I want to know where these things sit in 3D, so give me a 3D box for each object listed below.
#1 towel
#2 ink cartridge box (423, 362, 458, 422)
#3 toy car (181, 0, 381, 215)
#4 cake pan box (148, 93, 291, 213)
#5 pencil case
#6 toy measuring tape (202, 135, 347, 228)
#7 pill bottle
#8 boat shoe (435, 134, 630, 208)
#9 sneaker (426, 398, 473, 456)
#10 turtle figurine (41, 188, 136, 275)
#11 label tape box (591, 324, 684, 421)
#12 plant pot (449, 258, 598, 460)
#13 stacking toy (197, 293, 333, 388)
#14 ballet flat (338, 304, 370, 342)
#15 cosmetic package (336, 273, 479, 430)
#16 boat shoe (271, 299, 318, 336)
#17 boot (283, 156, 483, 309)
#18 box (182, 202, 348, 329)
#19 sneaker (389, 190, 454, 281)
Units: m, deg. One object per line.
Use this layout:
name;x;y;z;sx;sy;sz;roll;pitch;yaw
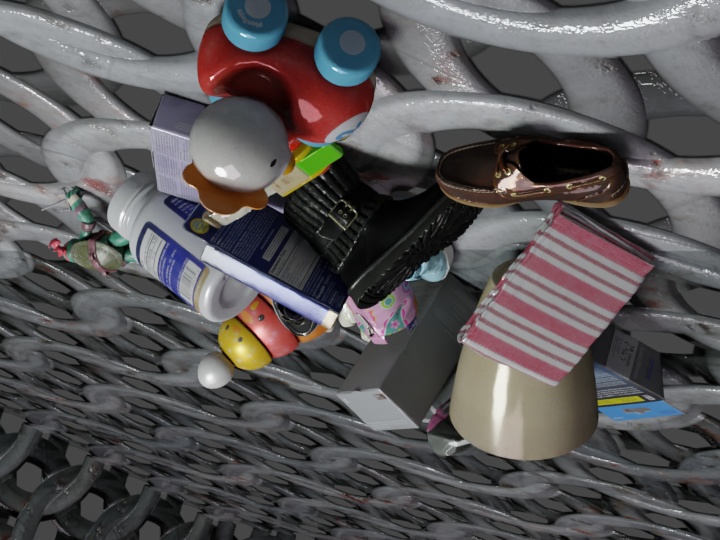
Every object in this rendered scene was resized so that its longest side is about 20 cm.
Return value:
towel;0.219;0.030;1.555;0.146;0.200;0.030;27;-159;-24
ink cartridge box;0.108;0.131;1.892;0.044;0.174;0.200;49;158;-17
toy car;-0.090;-0.133;1.323;0.176;0.201;0.184;20;160;-6
cake pan box;-0.152;-0.123;1.626;0.183;0.053;0.200;15;160;1
pencil case;0.000;0.000;1.703;0.087;0.088;0.200;3;140;35
toy measuring tape;-0.092;-0.117;1.507;0.199;0.074;0.073;-30;137;24
pill bottle;-0.220;-0.037;1.744;0.200;0.120;0.120;37;168;24
boat shoe;0.166;-0.104;1.377;0.199;0.071;0.070;0;162;21
sneaker;0.172;0.200;1.783;0.080;0.199;0.087;32;133;44
turtle figurine;-0.352;-0.042;1.952;0.199;0.101;0.150;1;155;26
label tape box;0.324;0.131;1.863;0.199;0.064;0.144;28;158;-25
plant pot;0.202;0.093;1.681;0.186;0.187;0.201;11;125;18
stacking toy;-0.145;0.089;1.917;0.146;0.200;0.146;41;165;13
ballet flat;0.007;0.060;1.950;0.200;0.072;0.072;33;155;-34
cosmetic package;0.067;0.107;1.808;0.090;0.200;0.107;42;154;-22
boat shoe;-0.081;0.032;1.744;0.069;0.067;0.200;5;143;1
boot;0.024;-0.078;1.532;0.158;0.211;0.079;54;-168;21
box;-0.099;-0.021;1.573;0.199;0.121;0.032;29;126;-1
sneaker;0.060;-0.018;1.671;0.074;0.082;0.200;10;159;22
